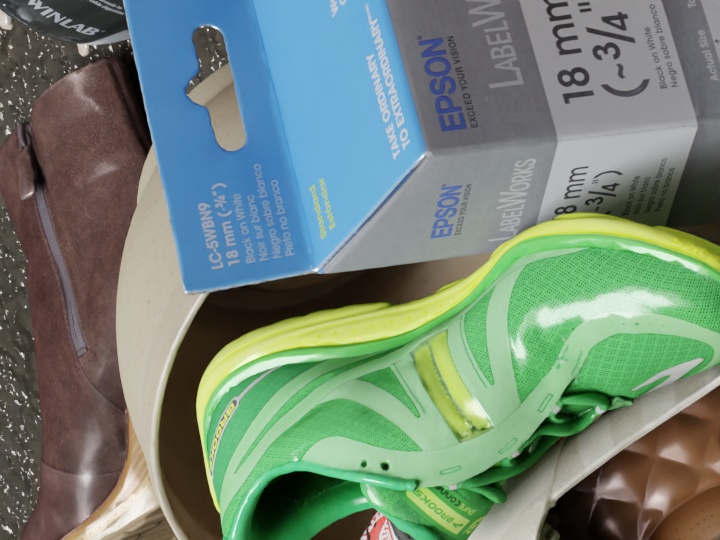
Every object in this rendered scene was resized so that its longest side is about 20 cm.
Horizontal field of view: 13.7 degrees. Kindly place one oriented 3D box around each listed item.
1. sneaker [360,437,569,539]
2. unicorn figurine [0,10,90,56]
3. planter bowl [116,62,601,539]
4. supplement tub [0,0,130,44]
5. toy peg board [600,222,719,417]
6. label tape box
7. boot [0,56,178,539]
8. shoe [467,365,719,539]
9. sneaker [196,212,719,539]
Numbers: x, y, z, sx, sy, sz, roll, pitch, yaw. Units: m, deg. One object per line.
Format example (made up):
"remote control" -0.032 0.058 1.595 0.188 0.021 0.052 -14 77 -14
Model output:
"sneaker" 0.079 0.125 0.955 0.201 0.067 0.108 38 118 31
"unicorn figurine" -0.170 -0.177 1.156 0.137 0.074 0.200 -123 14 -63
"planter bowl" 0.000 0.000 1.041 0.135 0.200 0.200 -125 37 -48
"supplement tub" -0.049 -0.161 1.038 0.200 0.122 0.123 -19 96 45
"toy peg board" 0.186 0.068 0.971 0.200 0.098 0.199 26 110 31
"label tape box" 0.033 -0.080 0.914 0.063 0.200 0.144 100 159 -59
"boot" -0.109 0.027 1.238 0.200 0.072 0.167 -46 65 45
"shoe" 0.076 0.077 0.906 0.200 0.053 0.070 -39 78 3
"sneaker" 0.038 0.043 0.898 0.200 0.074 0.084 -22 54 33
